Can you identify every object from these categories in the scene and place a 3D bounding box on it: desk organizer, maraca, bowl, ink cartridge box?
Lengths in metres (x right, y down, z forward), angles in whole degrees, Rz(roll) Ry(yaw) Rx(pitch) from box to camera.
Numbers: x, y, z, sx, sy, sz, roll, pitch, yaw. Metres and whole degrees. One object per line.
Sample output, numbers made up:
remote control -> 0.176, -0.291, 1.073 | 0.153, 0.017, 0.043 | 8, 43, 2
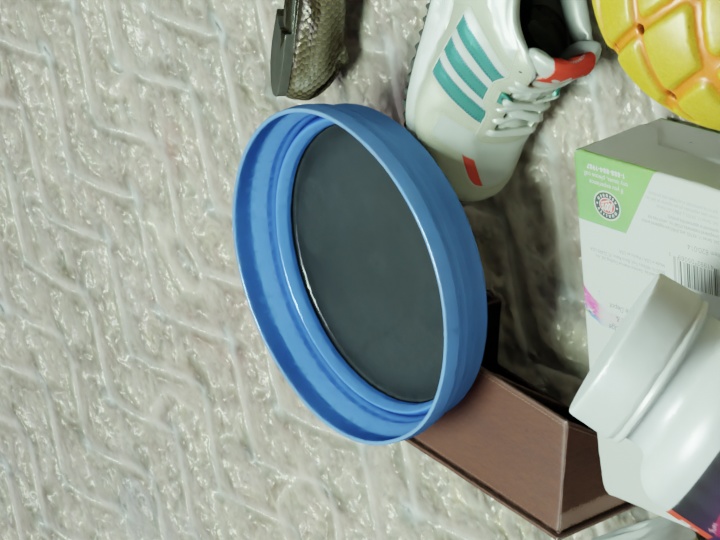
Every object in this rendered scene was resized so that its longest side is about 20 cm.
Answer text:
desk organizer -> 0.076, 0.071, 1.679 | 0.200, 0.072, 0.077 | 31, 130, 43
maraca -> 0.159, -0.145, 1.404 | 0.200, 0.107, 0.137 | 45, 141, 32
bowl -> 0.000, 0.000, 1.651 | 0.201, 0.039, 0.201 | 30, 129, 45
ink cartridge box -> 0.180, 0.032, 1.511 | 0.117, 0.067, 0.200 | 20, 123, 47

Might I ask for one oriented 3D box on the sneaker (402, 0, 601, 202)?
sneaker -> 0.082, -0.109, 1.567 | 0.093, 0.070, 0.200 | 44, 137, 41

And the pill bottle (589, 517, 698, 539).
pill bottle -> 0.165, 0.249, 1.607 | 0.120, 0.120, 0.200 | -22, 90, 57

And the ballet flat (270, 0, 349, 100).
ballet flat -> -0.017, -0.187, 1.696 | 0.067, 0.046, 0.200 | -104, 21, -56

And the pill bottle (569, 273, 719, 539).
pill bottle -> 0.206, 0.089, 1.399 | 0.200, 0.111, 0.111 | 33, 141, 2
